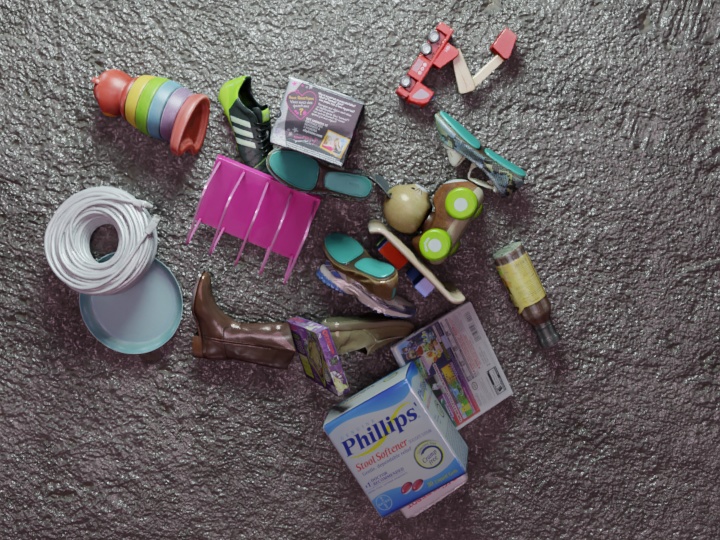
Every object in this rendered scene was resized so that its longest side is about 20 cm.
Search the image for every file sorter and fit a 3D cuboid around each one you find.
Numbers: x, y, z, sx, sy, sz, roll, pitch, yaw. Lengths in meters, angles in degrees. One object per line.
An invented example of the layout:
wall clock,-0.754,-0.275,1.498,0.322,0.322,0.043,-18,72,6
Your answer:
file sorter,-0.192,-0.083,1.407,0.199,0.126,0.139,22,122,-8

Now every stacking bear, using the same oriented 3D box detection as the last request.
stacking bear,-0.380,-0.293,1.414,0.199,0.121,0.114,22,103,5

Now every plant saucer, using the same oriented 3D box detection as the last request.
plant saucer,-0.435,0.059,1.519,0.198,0.027,0.202,0,100,2

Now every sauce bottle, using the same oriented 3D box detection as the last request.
sauce bottle,0.312,0.048,1.475,0.064,0.065,0.201,-26,97,6

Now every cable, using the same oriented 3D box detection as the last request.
cable,-0.473,-0.054,1.459,0.199,0.069,0.201,23,88,10

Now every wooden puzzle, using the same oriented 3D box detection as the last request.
wooden puzzle,0.087,-0.011,1.408,0.200,0.185,0.046,40,95,-6

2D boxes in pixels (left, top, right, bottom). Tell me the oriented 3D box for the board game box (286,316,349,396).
board game box,-0.079,0.151,1.441,0.032,0.200,0.121,-26,101,-17

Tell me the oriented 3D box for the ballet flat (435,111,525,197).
ballet flat,0.201,-0.201,1.426,0.200,0.074,0.074,37,100,-2

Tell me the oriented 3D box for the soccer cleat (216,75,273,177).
soccer cleat,-0.188,-0.249,1.426,0.081,0.067,0.201,-18,100,36

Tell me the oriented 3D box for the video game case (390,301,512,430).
video game case,0.173,0.187,1.487,0.182,0.023,0.201,-28,98,-20

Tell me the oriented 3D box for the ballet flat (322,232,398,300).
ballet flat,0.000,0.000,1.401,0.068,0.200,0.073,-30,128,-27

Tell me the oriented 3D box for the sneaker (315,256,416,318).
sneaker,0.021,0.022,1.475,0.199,0.077,0.086,27,96,-4

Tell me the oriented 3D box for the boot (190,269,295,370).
boot,-0.214,0.094,1.496,0.198,0.064,0.188,6,115,6

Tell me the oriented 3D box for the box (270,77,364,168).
box,-0.069,-0.254,1.361,0.131,0.200,0.115,19,99,-3

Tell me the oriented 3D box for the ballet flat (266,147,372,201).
ballet flat,-0.077,-0.169,1.435,0.199,0.074,0.075,18,101,-14

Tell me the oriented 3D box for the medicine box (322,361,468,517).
medicine box,0.064,0.299,1.416,0.182,0.103,0.201,-32,96,14

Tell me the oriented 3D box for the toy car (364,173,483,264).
toy car,0.102,-0.122,1.412,0.199,0.164,0.158,34,100,8

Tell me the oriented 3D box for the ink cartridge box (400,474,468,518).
ink cartridge box,0.092,0.347,1.527,0.145,0.083,0.201,-34,98,7

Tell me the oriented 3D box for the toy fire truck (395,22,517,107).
toy fire truck,0.168,-0.362,1.411,0.141,0.049,0.201,33,100,-5

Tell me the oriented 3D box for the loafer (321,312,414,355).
loafer,0.012,0.118,1.457,0.199,0.076,0.068,1,98,-34
